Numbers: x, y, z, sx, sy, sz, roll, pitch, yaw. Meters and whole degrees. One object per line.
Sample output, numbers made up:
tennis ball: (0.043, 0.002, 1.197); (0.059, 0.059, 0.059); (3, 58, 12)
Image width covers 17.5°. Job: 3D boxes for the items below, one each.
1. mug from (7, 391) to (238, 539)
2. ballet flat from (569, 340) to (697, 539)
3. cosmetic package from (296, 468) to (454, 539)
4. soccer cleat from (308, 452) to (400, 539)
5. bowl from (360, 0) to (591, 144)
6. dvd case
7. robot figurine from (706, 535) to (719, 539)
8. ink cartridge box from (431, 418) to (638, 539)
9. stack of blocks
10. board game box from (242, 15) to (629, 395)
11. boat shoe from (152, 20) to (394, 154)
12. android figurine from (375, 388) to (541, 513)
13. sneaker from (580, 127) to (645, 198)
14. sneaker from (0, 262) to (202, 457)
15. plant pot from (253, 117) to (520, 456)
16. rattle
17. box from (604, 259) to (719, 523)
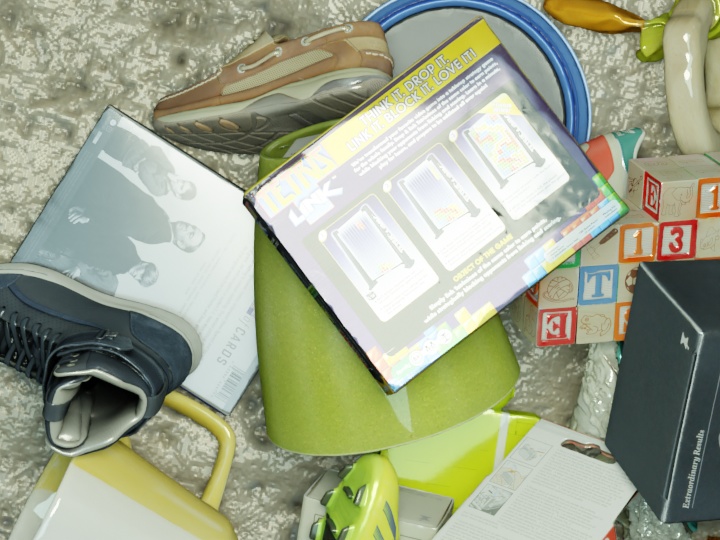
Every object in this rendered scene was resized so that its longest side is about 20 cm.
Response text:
mug: (-0.161, 0.192, 1.700); (0.153, 0.149, 0.187); (28, 99, -10)
ballet flat: (0.189, 0.131, 1.708); (0.072, 0.072, 0.200); (-24, 120, 0)
cosmetic package: (-0.001, 0.258, 1.709); (0.103, 0.073, 0.201); (13, 105, 11)
soccer cleat: (0.005, 0.224, 1.640); (0.083, 0.065, 0.201); (7, 102, -19)
bowl: (0.070, -0.112, 1.735); (0.200, 0.039, 0.201); (0, 93, -1)
dvd case: (-0.142, -0.007, 1.744); (0.200, 0.025, 0.151); (33, 92, -3)
robot figurine: (0.303, 0.240, 1.677); (0.145, 0.200, 0.058); (22, 93, -1)
ink cartridge box: (0.117, 0.196, 1.628); (0.109, 0.050, 0.200); (19, 48, 33)
stack of blocks: (0.209, -0.017, 1.639); (0.199, 0.059, 0.116); (-5, 110, -15)
board game box: (0.048, -0.042, 1.548); (0.200, 0.057, 0.166); (-37, 87, -5)
boat shoe: (-0.061, -0.134, 1.698); (0.199, 0.076, 0.072); (-9, 68, 26)
android figurine: (0.073, 0.161, 1.750); (0.199, 0.041, 0.183); (10, 93, 0)
sneaker: (0.209, -0.013, 1.710); (0.093, 0.070, 0.200); (-29, 109, -1)
sneaker: (-0.229, 0.062, 1.671); (0.202, 0.146, 0.077); (11, 116, 10)
plant pot: (0.000, 0.000, 1.645); (0.186, 0.187, 0.201); (-14, 107, 0)
rattle: (0.220, -0.104, 1.725); (0.142, 0.130, 0.201); (-8, 120, 10)
box: (0.287, 0.079, 1.606); (0.199, 0.107, 0.149); (-1, 118, -19)
